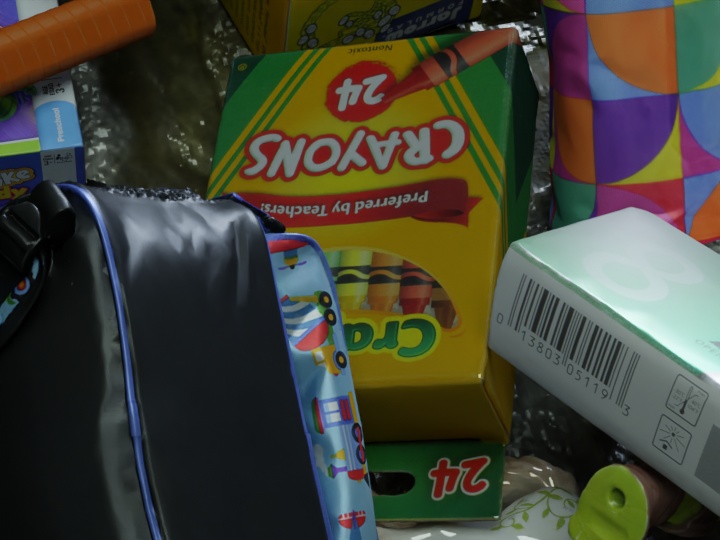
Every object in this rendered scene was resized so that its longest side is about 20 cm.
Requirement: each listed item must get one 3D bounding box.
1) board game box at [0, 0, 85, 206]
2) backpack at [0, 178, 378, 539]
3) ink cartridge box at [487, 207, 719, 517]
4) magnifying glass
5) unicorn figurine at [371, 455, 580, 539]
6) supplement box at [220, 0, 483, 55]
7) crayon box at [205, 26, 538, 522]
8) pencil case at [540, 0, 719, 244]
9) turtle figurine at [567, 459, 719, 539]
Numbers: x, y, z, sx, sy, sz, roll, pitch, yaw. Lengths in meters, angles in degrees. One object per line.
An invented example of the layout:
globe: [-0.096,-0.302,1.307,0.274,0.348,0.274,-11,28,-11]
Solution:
board game box: [-0.200,-0.115,0.797,0.134,0.045,0.201,-9,61,-11]
backpack: [-0.110,0.076,0.629,0.134,0.199,0.184,-2,75,-52]
ink cartridge box: [0.168,0.027,0.667,0.199,0.050,0.161,-18,43,-42]
magnifying glass: [-0.169,-0.071,0.718,0.199,0.080,0.022,-26,22,-28]
unicorn figurine: [0.079,0.145,0.658,0.136,0.074,0.201,-14,62,-13]
supplement box: [-0.032,-0.201,0.829,0.108,0.110,0.201,-23,65,-18]
crayon box: [0.000,0.000,0.720,0.126,0.051,0.201,-5,55,17]
pencil case: [0.111,-0.108,0.752,0.088,0.088,0.201,-6,105,-10]
turtle figurine: [0.157,0.096,0.663,0.161,0.064,0.201,-12,62,-51]
